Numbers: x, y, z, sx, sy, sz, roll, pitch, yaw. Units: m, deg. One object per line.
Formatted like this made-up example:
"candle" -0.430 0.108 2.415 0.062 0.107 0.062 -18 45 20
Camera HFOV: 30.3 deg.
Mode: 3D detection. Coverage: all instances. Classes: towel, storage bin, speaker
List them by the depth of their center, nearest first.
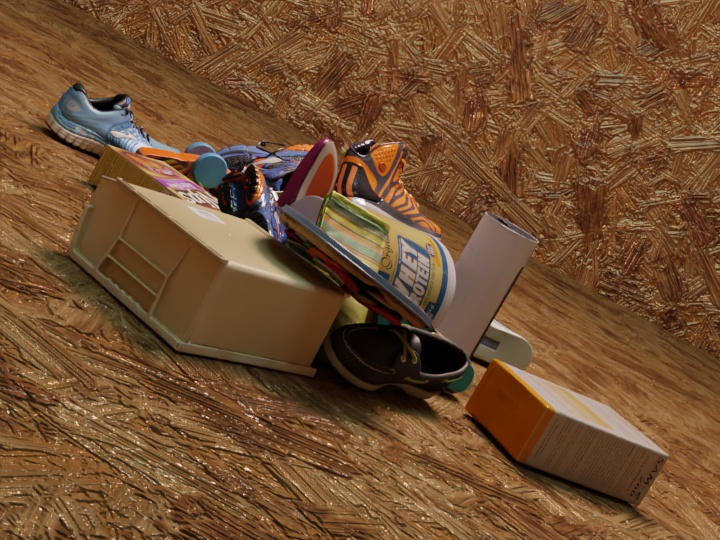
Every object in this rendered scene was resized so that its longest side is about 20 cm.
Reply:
"storage bin" -0.148 0.003 1.292 0.198 0.094 0.200 35 11 36
"towel" -0.022 0.010 1.446 0.086 0.018 0.200 27 54 -18
"speaker" 0.147 0.026 1.708 0.081 0.200 0.081 28 10 -5

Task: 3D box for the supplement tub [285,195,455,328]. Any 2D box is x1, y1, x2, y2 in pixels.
"supplement tub" 0.000 0.000 1.586 0.200 0.145 0.145 21 12 -40

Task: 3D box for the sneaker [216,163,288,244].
"sneaker" -0.113 -0.034 1.502 0.078 0.075 0.200 45 29 -39

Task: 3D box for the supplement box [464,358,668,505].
"supplement box" 0.235 0.186 1.517 0.200 0.074 0.126 24 11 -31

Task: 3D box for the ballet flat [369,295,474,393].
"ballet flat" 0.056 0.080 1.525 0.067 0.068 0.200 32 -11 48

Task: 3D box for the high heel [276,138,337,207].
"high heel" -0.099 -0.090 1.626 0.096 0.200 0.067 40 25 28

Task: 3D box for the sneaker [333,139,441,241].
"sneaker" 0.047 -0.103 1.687 0.077 0.112 0.200 6 -12 38

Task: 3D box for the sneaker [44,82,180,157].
"sneaker" -0.322 -0.191 1.806 0.200 0.090 0.078 24 11 -36

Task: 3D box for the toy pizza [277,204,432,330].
"toy pizza" -0.011 0.005 1.347 0.200 0.032 0.200 38 -2 1

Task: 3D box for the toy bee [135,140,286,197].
"toy bee" -0.203 -0.112 1.782 0.200 0.109 0.131 4 20 -3

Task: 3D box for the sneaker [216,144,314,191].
"sneaker" -0.136 -0.129 1.865 0.200 0.075 0.079 -8 40 -4

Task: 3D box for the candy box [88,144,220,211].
"candy box" -0.219 -0.075 1.610 0.200 0.057 0.117 36 11 28

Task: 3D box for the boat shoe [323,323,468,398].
"boat shoe" 0.040 0.087 1.401 0.201 0.061 0.072 18 48 -52

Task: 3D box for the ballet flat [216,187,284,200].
"ballet flat" -0.112 -0.083 1.748 0.200 0.072 0.072 -3 28 -37

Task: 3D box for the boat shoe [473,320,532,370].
"boat shoe" 0.148 0.083 1.861 0.201 0.070 0.071 29 -3 -21
